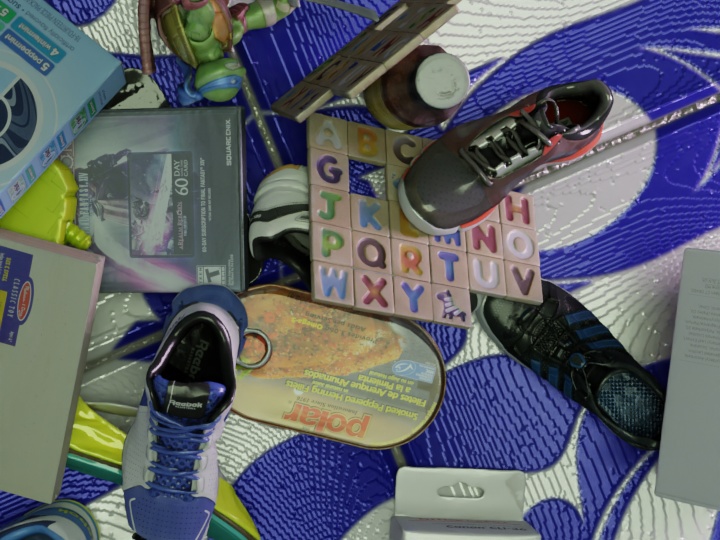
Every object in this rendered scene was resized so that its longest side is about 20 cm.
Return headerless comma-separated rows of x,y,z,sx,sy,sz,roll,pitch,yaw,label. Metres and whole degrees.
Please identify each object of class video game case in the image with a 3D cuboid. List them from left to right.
-0.186,-0.054,1.497,0.199,0.019,0.143,-1,93,10,video game case

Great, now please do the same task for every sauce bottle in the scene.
0.045,-0.138,1.461,0.066,0.200,0.066,-1,95,-7,sauce bottle

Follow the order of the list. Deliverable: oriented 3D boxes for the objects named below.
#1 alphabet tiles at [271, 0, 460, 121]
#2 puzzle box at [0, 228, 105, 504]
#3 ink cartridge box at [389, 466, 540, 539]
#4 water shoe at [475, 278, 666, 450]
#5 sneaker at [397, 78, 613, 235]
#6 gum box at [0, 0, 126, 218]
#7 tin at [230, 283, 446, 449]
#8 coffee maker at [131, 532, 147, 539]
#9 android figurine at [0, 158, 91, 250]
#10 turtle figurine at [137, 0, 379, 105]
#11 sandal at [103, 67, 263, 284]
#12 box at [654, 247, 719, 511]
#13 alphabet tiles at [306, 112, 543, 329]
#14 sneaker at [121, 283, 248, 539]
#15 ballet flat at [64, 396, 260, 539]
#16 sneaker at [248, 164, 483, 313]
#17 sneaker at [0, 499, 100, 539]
0.011,-0.168,1.448,0.167,0.200,0.008,-39,103,-3,alphabet tiles
-0.275,0.068,1.464,0.133,0.025,0.201,16,106,6,puzzle box
0.081,0.263,1.554,0.116,0.067,0.201,2,93,-7,ink cartridge box
0.182,0.070,1.550,0.200,0.079,0.072,37,88,-8,water shoe
0.115,-0.101,1.507,0.200,0.082,0.077,-33,82,-23,sneaker
-0.304,-0.128,1.436,0.170,0.045,0.200,39,76,9,gum box
-0.031,0.077,1.546,0.199,0.042,0.112,15,87,-8,tin
-0.169,0.344,1.481,0.192,0.135,0.200,-40,108,18,coffee maker
-0.301,-0.061,1.485,0.200,0.041,0.182,35,96,3,android figurine
-0.094,-0.240,1.457,0.144,0.200,0.194,-16,79,-45,turtle figurine
-0.147,-0.068,1.518,0.075,0.045,0.200,-33,97,-4,sandal
0.328,0.089,1.523,0.152,0.106,0.201,5,93,-47,box
0.051,-0.034,1.504,0.199,0.008,0.168,11,58,-22,alphabet tiles
-0.136,0.111,1.429,0.080,0.115,0.200,12,95,-1,sneaker
-0.160,0.152,1.524,0.199,0.067,0.067,26,67,-6,ballet flat
0.000,0.000,1.508,0.199,0.076,0.088,26,45,-7,sneaker
-0.298,0.245,1.499,0.200,0.082,0.074,-31,98,-3,sneaker
